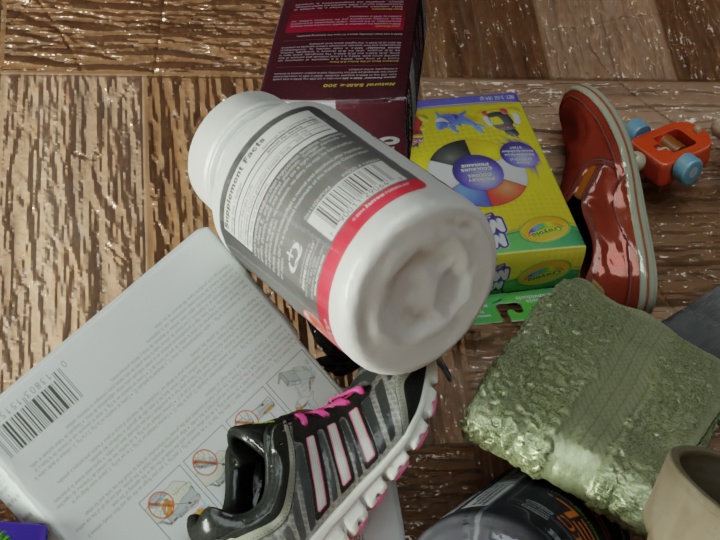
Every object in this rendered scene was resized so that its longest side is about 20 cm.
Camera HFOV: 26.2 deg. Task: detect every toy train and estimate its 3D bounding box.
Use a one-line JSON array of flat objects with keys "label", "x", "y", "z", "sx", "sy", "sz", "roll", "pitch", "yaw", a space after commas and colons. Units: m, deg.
[{"label": "toy train", "x": 0.298, "y": -0.059, "z": 1.170, "sx": 0.149, "sy": 0.056, "sz": 0.200, "roll": -26, "pitch": 47, "yaw": -32}]

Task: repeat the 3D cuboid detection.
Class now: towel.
[{"label": "towel", "x": 0.152, "y": 0.077, "z": 0.957, "sx": 0.147, "sy": 0.037, "sz": 0.200, "roll": 28, "pitch": 34, "yaw": 13}]

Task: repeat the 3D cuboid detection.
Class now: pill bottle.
[{"label": "pill bottle", "x": -0.020, "y": -0.033, "z": 0.915, "sx": 0.110, "sy": 0.112, "sz": 0.200, "roll": -26, "pitch": 40, "yaw": -24}, {"label": "pill bottle", "x": 0.084, "y": 0.179, "z": 0.882, "sx": 0.106, "sy": 0.107, "sz": 0.200, "roll": 34, "pitch": 16, "yaw": 15}]

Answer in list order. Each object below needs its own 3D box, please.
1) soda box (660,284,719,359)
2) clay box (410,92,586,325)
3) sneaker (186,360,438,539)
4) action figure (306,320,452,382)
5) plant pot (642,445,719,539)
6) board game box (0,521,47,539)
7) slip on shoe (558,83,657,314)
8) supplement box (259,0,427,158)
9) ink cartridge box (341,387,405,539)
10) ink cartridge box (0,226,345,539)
[{"label": "soda box", "x": 0.243, "y": 0.063, "z": 1.078, "sx": 0.199, "sy": 0.064, "sz": 0.071, "roll": -29, "pitch": 63, "yaw": -25}, {"label": "clay box", "x": 0.087, "y": -0.047, "z": 1.124, "sx": 0.113, "sy": 0.048, "sz": 0.201, "roll": -6, "pitch": 45, "yaw": -13}, {"label": "sneaker", "x": -0.028, "y": 0.101, "z": 0.876, "sx": 0.087, "sy": 0.074, "sz": 0.201, "roll": 42, "pitch": 62, "yaw": -12}, {"label": "action figure", "x": 0.000, "y": 0.000, "z": 1.024, "sx": 0.118, "sy": 0.103, "sz": 0.200, "roll": -20, "pitch": 31, "yaw": -13}, {"label": "plant pot", "x": 0.212, "y": 0.216, "z": 0.808, "sx": 0.198, "sy": 0.175, "sz": 0.200, "roll": 26, "pitch": 10, "yaw": -5}, {"label": "board game box", "x": -0.274, "y": 0.185, "z": 0.864, "sx": 0.197, "sy": 0.135, "sz": 0.045, "roll": 5, "pitch": 53, "yaw": -5}, {"label": "slip on shoe", "x": 0.172, "y": -0.055, "z": 1.150, "sx": 0.060, "sy": 0.074, "sz": 0.202, "roll": -3, "pitch": 60, "yaw": -7}, {"label": "supplement box", "x": -0.009, "y": -0.158, "z": 1.158, "sx": 0.107, "sy": 0.061, "sz": 0.201, "roll": 0, "pitch": 38, "yaw": 8}, {"label": "ink cartridge box", "x": -0.047, "y": 0.179, "z": 0.935, "sx": 0.143, "sy": 0.084, "sz": 0.202, "roll": -2, "pitch": 54, "yaw": -10}, {"label": "ink cartridge box", "x": -0.106, "y": 0.099, "z": 0.909, "sx": 0.174, "sy": 0.044, "sz": 0.200, "roll": 49, "pitch": 57, "yaw": -2}]
